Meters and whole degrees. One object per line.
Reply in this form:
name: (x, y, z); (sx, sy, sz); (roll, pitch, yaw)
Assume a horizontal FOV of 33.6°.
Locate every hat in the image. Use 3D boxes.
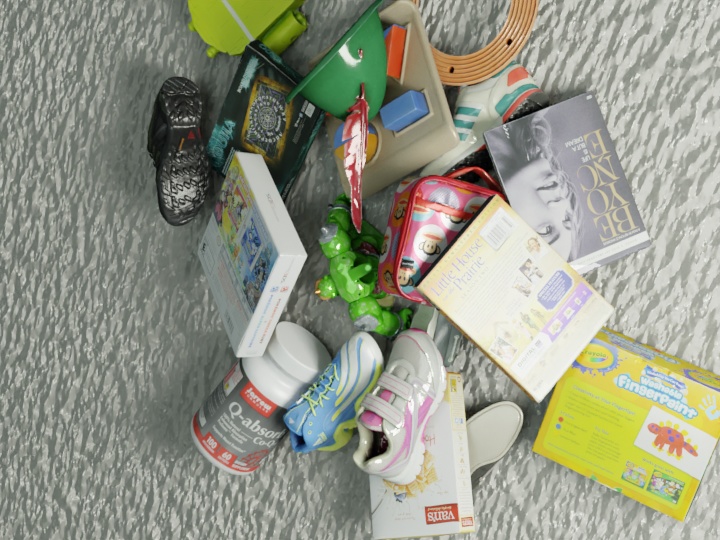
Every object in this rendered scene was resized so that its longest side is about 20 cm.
hat: (0.020, -0.199, 1.446); (0.176, 0.166, 0.200); (44, 118, -8)

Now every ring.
ring: (0.129, -0.328, 1.466); (0.199, 0.019, 0.203); (-1, 87, 31)

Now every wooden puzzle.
wooden puzzle: (0.018, -0.213, 1.502); (0.184, 0.046, 0.202); (-27, 75, 35)

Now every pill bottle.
pill bottle: (-0.134, 0.172, 1.622); (0.116, 0.116, 0.200); (44, 112, 12)

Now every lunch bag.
lunch bag: (0.128, -0.036, 1.443); (0.198, 0.082, 0.178); (14, 87, -21)

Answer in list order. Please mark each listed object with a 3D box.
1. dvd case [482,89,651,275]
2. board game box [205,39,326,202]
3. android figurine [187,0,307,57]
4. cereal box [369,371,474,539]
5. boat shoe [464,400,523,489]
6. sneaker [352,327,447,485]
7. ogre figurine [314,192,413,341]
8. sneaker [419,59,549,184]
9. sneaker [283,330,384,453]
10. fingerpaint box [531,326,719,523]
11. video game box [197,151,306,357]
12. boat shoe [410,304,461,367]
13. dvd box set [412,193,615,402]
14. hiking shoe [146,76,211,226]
dvd case: (0.247, -0.096, 1.425); (0.147, 0.016, 0.202); (-21, 92, -9)
board game box: (-0.128, -0.185, 1.581); (0.135, 0.028, 0.201); (41, 130, 14)
android figurine: (-0.151, -0.369, 1.589); (0.200, 0.041, 0.183); (-41, 81, 23)
cereal box: (0.073, 0.240, 1.536); (0.143, 0.039, 0.202); (-15, 72, 38)
boat shoe: (0.142, 0.242, 1.553); (0.067, 0.057, 0.201); (40, 106, 9)
sneaker: (0.044, 0.170, 1.483); (0.081, 0.088, 0.202); (13, 94, 42)
ogre figurine: (0.000, 0.000, 1.536); (0.097, 0.120, 0.202); (-4, 96, 24)
sneaker: (0.140, -0.181, 1.487); (0.200, 0.070, 0.094); (-43, 60, 27)
sneaker: (-0.038, 0.170, 1.545); (0.076, 0.104, 0.201); (42, 132, 31)
fingerpaint box: (0.332, 0.178, 1.443); (0.198, 0.073, 0.168); (23, 106, 20)
video game box: (-0.146, -0.022, 1.560); (0.201, 0.046, 0.183); (64, 142, 39)
boat shoe: (0.118, 0.034, 1.534); (0.061, 0.073, 0.202); (16, 100, -24)
dvd box set: (0.179, 0.033, 1.385); (0.200, 0.029, 0.147); (42, 81, -8)
hiking shoe: (-0.253, -0.159, 1.645); (0.100, 0.075, 0.202); (171, 100, -67)
